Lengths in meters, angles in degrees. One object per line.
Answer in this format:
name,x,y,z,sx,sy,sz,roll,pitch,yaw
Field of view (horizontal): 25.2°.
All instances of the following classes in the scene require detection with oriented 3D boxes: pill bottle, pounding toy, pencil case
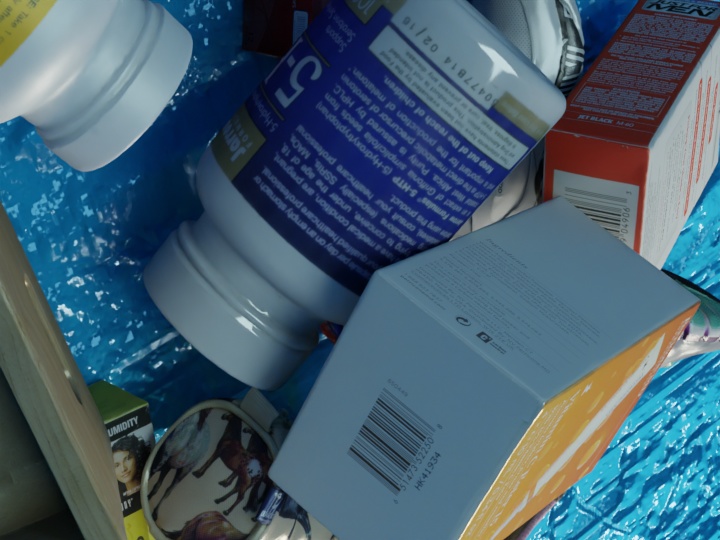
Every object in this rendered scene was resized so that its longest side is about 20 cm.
pill bottle,-0.159,-0.125,0.607,0.200,0.104,0.105,40,76,-28
pounding toy,-0.199,0.032,0.684,0.183,0.142,0.201,-22,118,-4
pill bottle,-0.009,-0.045,0.771,0.200,0.120,0.119,-48,131,11
pencil case,-0.027,0.118,0.854,0.089,0.078,0.200,-41,152,15

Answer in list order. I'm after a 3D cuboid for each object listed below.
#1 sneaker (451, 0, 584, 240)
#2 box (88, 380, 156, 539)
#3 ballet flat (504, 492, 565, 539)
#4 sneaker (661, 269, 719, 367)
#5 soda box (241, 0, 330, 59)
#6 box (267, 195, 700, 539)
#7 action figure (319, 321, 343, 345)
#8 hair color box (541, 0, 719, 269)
sneaker,0.061,-0.082,0.903,0.114,0.075,0.202,-14,114,-39
box,-0.133,0.164,0.829,0.075,0.050,0.202,-22,115,-34
ballet flat,0.045,0.153,0.859,0.200,0.069,0.071,-38,162,-44
sneaker,0.158,0.044,1.038,0.199,0.074,0.088,8,117,-35
soda box,-0.013,-0.208,0.817,0.070,0.063,0.202,-7,107,-38
box,0.066,0.055,0.786,0.200,0.097,0.125,-22,145,-56
action figure,0.000,0.000,0.867,0.065,0.052,0.202,-13,107,11
hair color box,0.162,-0.072,0.935,0.200,0.063,0.112,-49,145,-50
